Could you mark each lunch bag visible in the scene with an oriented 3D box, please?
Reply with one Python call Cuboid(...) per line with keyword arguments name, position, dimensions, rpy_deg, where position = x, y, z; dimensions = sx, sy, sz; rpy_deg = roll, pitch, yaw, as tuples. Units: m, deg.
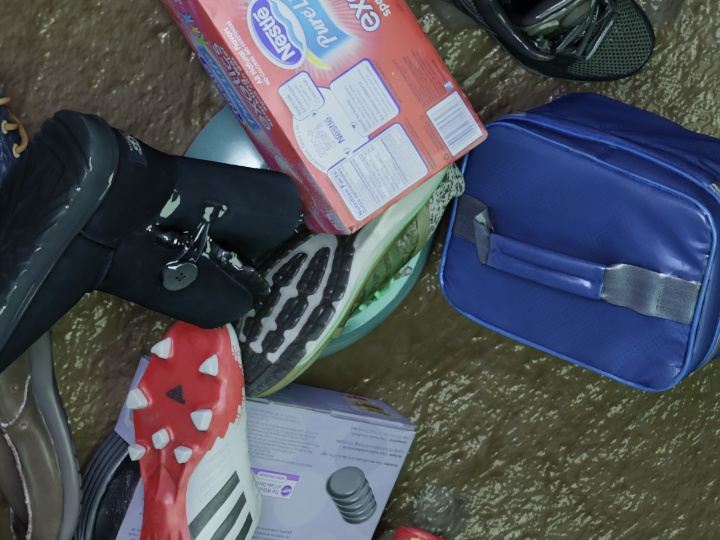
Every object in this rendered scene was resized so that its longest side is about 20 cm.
Cuboid(name="lunch bag", position=(0.143, -0.022, 1.705), dimensions=(0.132, 0.199, 0.137), rpy_deg=(-22, 128, -58))

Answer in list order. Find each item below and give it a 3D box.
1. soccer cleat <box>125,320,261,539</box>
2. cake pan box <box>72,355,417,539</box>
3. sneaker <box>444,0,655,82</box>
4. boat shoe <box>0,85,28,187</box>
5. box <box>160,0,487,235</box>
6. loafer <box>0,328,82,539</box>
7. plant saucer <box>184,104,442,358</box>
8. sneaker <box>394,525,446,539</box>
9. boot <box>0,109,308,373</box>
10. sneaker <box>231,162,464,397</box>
Cuboid(name="soccer cleat", position=(-0.091, 0.117, 1.655), dimensions=(0.085, 0.068, 0.201), rpy_deg=(-12, 111, -54))
Cuboid(name="cake pan box", position=(-0.083, 0.156, 1.747), dimensions=(0.199, 0.052, 0.185), rpy_deg=(11, 105, -36))
Cuboid(name="sneaker", position=(0.120, -0.150, 1.679), dimensions=(0.199, 0.114, 0.076), rpy_deg=(30, 98, -41))
Cuboid(name="boat shoe", position=(-0.207, -0.076, 1.530), dimensions=(0.200, 0.071, 0.091), rpy_deg=(21, 105, -36))
Cuboid(name="box", position=(-0.032, -0.128, 1.554), dimensions=(0.100, 0.095, 0.200), rpy_deg=(-36, 100, -12))
Cuboid(name="loafer", position=(-0.209, 0.075, 1.618), dimensions=(0.071, 0.073, 0.201), rpy_deg=(-16, 116, -15))
Cuboid(name="plant saucer", position=(-0.025, -0.026, 1.698), dimensions=(0.199, 0.036, 0.201), rpy_deg=(-15, 121, -26))
Cuboid(name="sneaker", position=(0.022, 0.205, 1.782), dimensions=(0.077, 0.200, 0.085), rpy_deg=(16, 96, 7))
Cuboid(name="boot", position=(-0.139, 0.011, 1.527), dimensions=(0.168, 0.077, 0.200), rpy_deg=(19, 118, -44))
Cuboid(name="sneaker", position=(0.000, 0.000, 1.662), dimensions=(0.200, 0.077, 0.089), rpy_deg=(-52, 141, 0))
